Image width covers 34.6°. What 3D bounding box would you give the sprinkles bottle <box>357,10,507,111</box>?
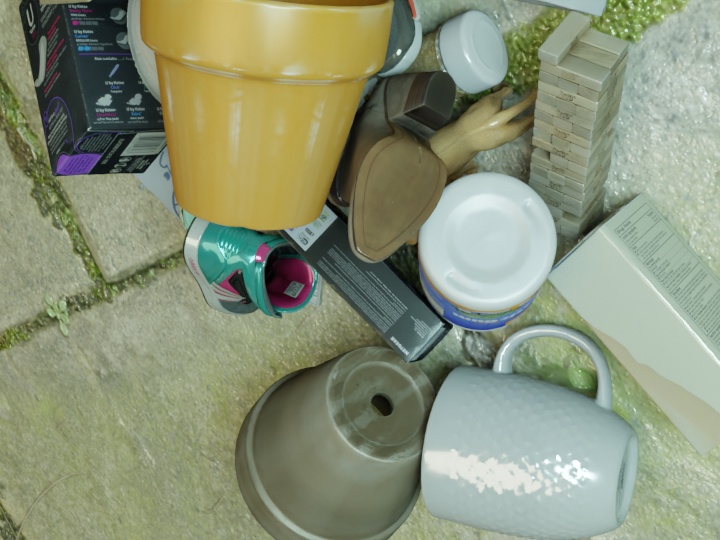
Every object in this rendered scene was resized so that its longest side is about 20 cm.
[{"bbox_3d":[0.039,-0.171,1.061,0.199,0.068,0.069,-18,100,41],"label":"sprinkles bottle"}]

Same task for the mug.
[{"bbox_3d":[0.168,0.150,1.080,0.173,0.147,0.203,9,86,25],"label":"mug"}]

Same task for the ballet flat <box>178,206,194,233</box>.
[{"bbox_3d":[-0.161,-0.132,1.205,0.067,0.062,0.202,10,109,4],"label":"ballet flat"}]

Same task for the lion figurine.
[{"bbox_3d":[0.086,-0.109,1.018,0.073,0.122,0.200,49,130,7],"label":"lion figurine"}]

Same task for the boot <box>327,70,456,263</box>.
[{"bbox_3d":[0.011,-0.079,0.963,0.070,0.201,0.146,35,154,-18],"label":"boot"}]

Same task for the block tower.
[{"bbox_3d":[0.176,-0.110,0.948,0.057,0.054,0.201,25,147,24],"label":"block tower"}]

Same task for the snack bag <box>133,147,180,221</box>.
[{"bbox_3d":[-0.203,-0.152,1.283,0.200,0.021,0.189,43,129,12],"label":"snack bag"}]

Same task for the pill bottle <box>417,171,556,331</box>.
[{"bbox_3d":[0.106,-0.007,1.001,0.111,0.200,0.114,-1,80,4],"label":"pill bottle"}]

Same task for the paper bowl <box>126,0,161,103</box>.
[{"bbox_3d":[-0.130,-0.236,1.079,0.198,0.104,0.203,1,92,23],"label":"paper bowl"}]

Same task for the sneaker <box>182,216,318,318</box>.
[{"bbox_3d":[-0.100,0.010,1.207,0.120,0.084,0.200,21,165,17],"label":"sneaker"}]

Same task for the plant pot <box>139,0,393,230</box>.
[{"bbox_3d":[-0.083,-0.140,0.935,0.199,0.200,0.185,20,113,28],"label":"plant pot"}]

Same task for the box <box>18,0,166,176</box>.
[{"bbox_3d":[-0.272,-0.213,1.197,0.122,0.105,0.202,-32,69,53],"label":"box"}]

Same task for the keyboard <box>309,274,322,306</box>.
[{"bbox_3d":[-0.058,-0.056,1.225,0.056,0.011,0.202,24,124,27],"label":"keyboard"}]

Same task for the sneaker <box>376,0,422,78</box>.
[{"bbox_3d":[-0.017,-0.258,1.018,0.077,0.082,0.202,-36,70,30],"label":"sneaker"}]

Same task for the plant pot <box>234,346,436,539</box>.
[{"bbox_3d":[-0.006,0.164,1.143,0.200,0.199,0.174,48,144,8],"label":"plant pot"}]

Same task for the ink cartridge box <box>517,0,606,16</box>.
[{"bbox_3d":[0.089,-0.262,0.928,0.198,0.136,0.077,16,104,29],"label":"ink cartridge box"}]

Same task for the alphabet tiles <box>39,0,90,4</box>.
[{"bbox_3d":[-0.202,-0.310,1.081,0.008,0.200,0.167,55,163,-26],"label":"alphabet tiles"}]

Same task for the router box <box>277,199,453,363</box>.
[{"bbox_3d":[0.000,0.000,1.109,0.052,0.157,0.200,-45,81,3],"label":"router box"}]

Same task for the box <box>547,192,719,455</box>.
[{"bbox_3d":[0.262,0.043,0.977,0.200,0.095,0.078,51,132,8],"label":"box"}]
